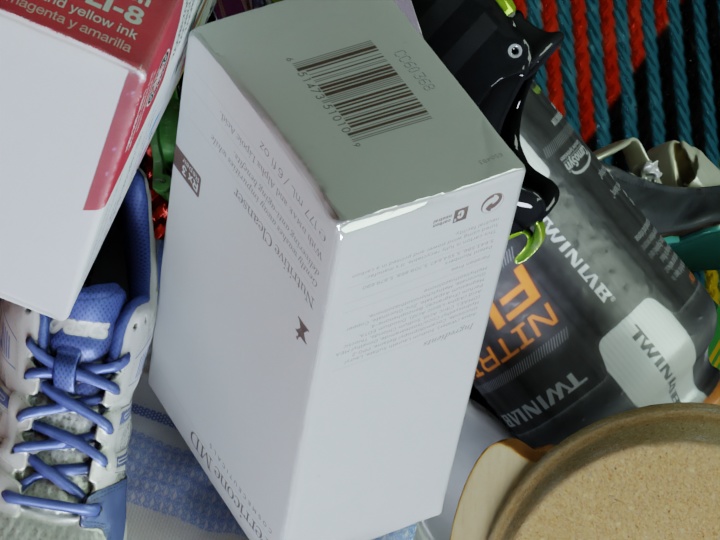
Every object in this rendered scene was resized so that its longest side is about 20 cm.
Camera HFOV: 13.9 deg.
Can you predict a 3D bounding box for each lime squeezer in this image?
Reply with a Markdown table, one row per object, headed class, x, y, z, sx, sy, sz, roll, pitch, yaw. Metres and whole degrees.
| class | x | y | z | sx | sy | sz | roll | pitch | yaw |
| --- | --- | --- | --- | --- | --- | --- | --- | --- | --- |
| lime squeezer | -0.061 | -0.054 | 1.250 | 0.038 | 0.071 | 0.200 | 10 | 39 | -57 |

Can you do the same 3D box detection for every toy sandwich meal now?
| class | x | y | z | sx | sy | sz | roll | pitch | yaw |
| --- | --- | --- | --- | --- | --- | --- | --- | --- | --- |
| toy sandwich meal | 0.133 | 0.142 | 1.194 | 0.070 | 0.205 | 0.205 | -23 | 96 | -69 |

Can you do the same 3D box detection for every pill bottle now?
| class | x | y | z | sx | sy | sz | roll | pitch | yaw |
| --- | --- | --- | --- | --- | --- | --- | --- | --- | --- |
| pill bottle | 0.083 | 0.008 | 1.284 | 0.200 | 0.106 | 0.106 | 50 | 38 | -3 |

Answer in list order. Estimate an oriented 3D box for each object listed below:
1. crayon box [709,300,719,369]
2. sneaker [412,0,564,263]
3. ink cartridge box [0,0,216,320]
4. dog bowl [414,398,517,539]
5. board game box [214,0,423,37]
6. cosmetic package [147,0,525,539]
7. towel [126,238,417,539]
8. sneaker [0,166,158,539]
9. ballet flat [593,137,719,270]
| class | x | y | z | sx | sy | sz | roll | pitch | yaw |
| --- | --- | --- | --- | --- | --- | --- | --- | --- | --- |
| crayon box | 0.178 | 0.124 | 1.525 | 0.126 | 0.052 | 0.200 | 40 | 48 | -39 |
| sneaker | 0.042 | -0.102 | 1.187 | 0.072 | 0.083 | 0.200 | -41 | 125 | -69 |
| ink cartridge box | -0.125 | -0.118 | 1.069 | 0.145 | 0.145 | 0.200 | 21 | 50 | -1 |
| dog bowl | 0.014 | 0.153 | 1.259 | 0.200 | 0.079 | 0.200 | 25 | 58 | -48 |
| board game box | -0.027 | -0.123 | 1.161 | 0.032 | 0.120 | 0.200 | -14 | 84 | -32 |
| cosmetic package | -0.014 | 0.005 | 1.090 | 0.081 | 0.200 | 0.113 | -18 | 52 | -26 |
| towel | -0.046 | 0.073 | 1.172 | 0.024 | 0.147 | 0.200 | 100 | 6 | -48 |
| sneaker | -0.116 | 0.045 | 1.096 | 0.075 | 0.088 | 0.200 | 8 | 55 | -9 |
| ballet flat | 0.157 | -0.036 | 1.546 | 0.200 | 0.073 | 0.073 | 0 | 77 | -52 |
